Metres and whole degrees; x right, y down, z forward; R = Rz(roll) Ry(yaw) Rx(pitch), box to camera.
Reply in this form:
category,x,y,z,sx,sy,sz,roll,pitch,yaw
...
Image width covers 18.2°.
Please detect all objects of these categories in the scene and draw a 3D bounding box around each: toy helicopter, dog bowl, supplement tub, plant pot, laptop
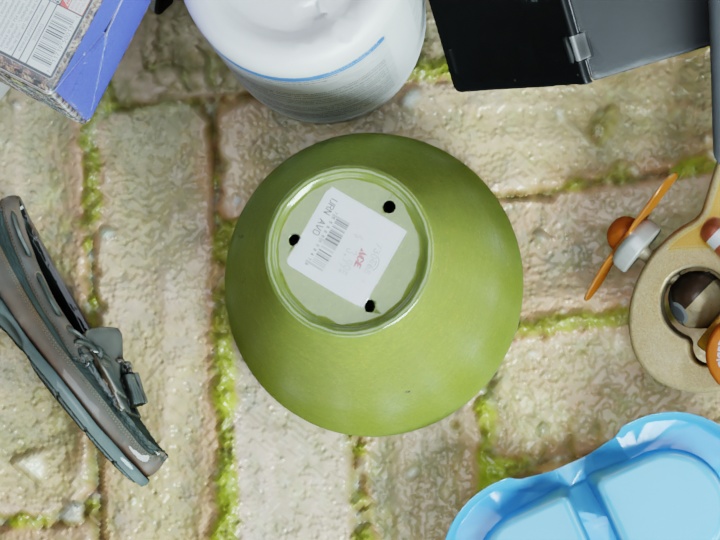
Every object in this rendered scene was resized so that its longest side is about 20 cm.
category,x,y,z,sx,sy,sz,roll,pitch,yaw
toy helicopter,0.208,-0.028,1.338,0.131,0.079,0.202,15,96,18
dog bowl,0.144,0.160,1.348,0.199,0.050,0.112,-24,83,1
supplement tub,-0.030,-0.163,1.316,0.131,0.200,0.133,0,84,4
plant pot,0.000,0.000,1.298,0.185,0.200,0.189,0,85,5
laptop,0.126,-0.210,1.268,0.115,0.199,0.189,-24,104,-30

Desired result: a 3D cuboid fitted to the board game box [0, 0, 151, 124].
category,x,y,z,sx,sy,sz,roll,pitch,yaw
board game box,-0.209,-0.200,1.239,0.199,0.097,0.160,27,86,7

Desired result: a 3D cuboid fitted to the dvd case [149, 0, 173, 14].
category,x,y,z,sx,sy,sz,roll,pitch,yaw
dvd case,-0.186,-0.254,1.368,0.200,0.143,0.018,42,69,7

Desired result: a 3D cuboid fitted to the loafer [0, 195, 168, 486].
category,x,y,z,sx,sy,sz,roll,pitch,yaw
loafer,-0.178,0.039,1.377,0.063,0.072,0.200,-40,81,-6

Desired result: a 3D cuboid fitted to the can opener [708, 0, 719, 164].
category,x,y,z,sx,sy,sz,roll,pitch,yaw
can opener,0.191,-0.156,1.210,0.066,0.053,0.202,4,106,30

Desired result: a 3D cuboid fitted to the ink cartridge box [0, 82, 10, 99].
category,x,y,z,sx,sy,sz,roll,pitch,yaw
ink cartridge box,-0.259,-0.142,1.359,0.084,0.146,0.200,38,88,6
